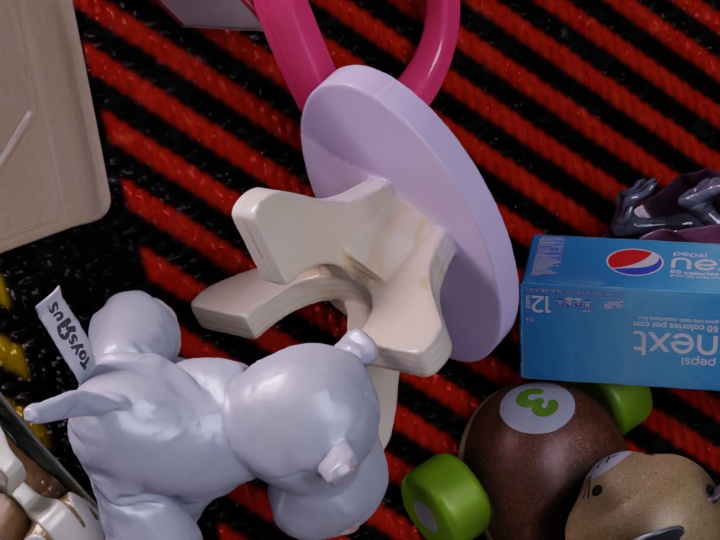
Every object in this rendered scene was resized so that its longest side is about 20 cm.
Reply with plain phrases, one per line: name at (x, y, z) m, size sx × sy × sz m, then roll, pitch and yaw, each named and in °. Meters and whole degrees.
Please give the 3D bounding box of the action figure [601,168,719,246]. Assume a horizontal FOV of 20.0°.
action figure at (0.237, 0.034, 1.272) m, size 0.149 × 0.134 × 0.200 m, roll -32°, pitch 111°, yaw -2°

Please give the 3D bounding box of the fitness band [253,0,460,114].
fitness band at (-0.003, -0.168, 1.198) m, size 0.144 × 0.037 × 0.200 m, roll -53°, pitch 138°, yaw -28°

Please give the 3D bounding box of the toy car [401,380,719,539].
toy car at (0.150, 0.131, 1.173) m, size 0.164 × 0.200 × 0.158 m, roll -31°, pitch 94°, yaw -25°

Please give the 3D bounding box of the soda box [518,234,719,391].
soda box at (0.195, 0.026, 1.198) m, size 0.199 × 0.064 × 0.068 m, roll 3°, pitch 119°, yaw 11°

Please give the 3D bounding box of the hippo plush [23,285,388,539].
hippo plush at (-0.066, 0.070, 1.085) m, size 0.160 × 0.200 × 0.160 m, roll -8°, pitch 45°, yaw 8°

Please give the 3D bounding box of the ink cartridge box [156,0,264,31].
ink cartridge box at (-0.074, -0.262, 1.180) m, size 0.145 × 0.084 × 0.200 m, roll 45°, pitch 63°, yaw -43°

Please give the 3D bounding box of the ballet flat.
ballet flat at (-0.186, 0.124, 1.106) m, size 0.067 × 0.064 × 0.200 m, roll -44°, pitch 99°, yaw -23°

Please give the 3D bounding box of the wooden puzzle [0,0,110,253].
wooden puzzle at (-0.245, -0.084, 1.103) m, size 0.200 × 0.037 × 0.186 m, roll -20°, pitch 117°, yaw -23°

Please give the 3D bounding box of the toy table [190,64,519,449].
toy table at (0.000, 0.000, 1.155) m, size 0.117 × 0.184 × 0.200 m, roll -47°, pitch 117°, yaw -31°
